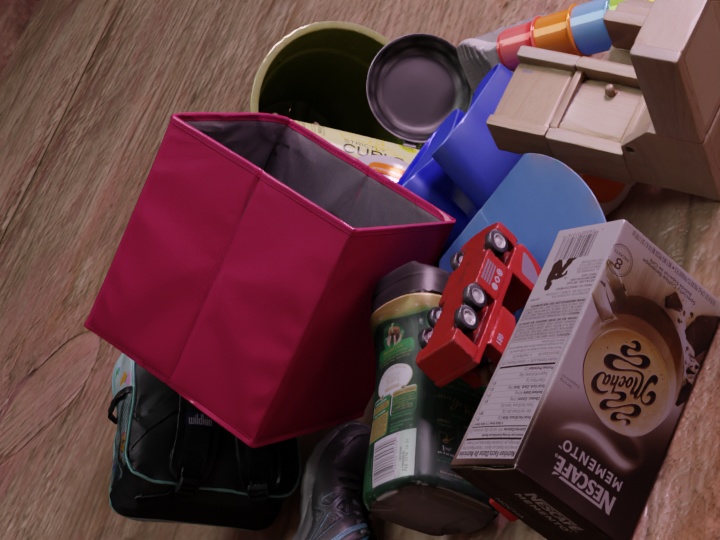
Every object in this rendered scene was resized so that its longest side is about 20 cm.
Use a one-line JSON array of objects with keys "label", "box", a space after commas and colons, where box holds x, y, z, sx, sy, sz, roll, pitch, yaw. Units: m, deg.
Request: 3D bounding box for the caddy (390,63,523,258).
[{"label": "caddy", "box": [0.113, -0.092, 1.518, 0.141, 0.105, 0.200, -46, 6, 38]}]

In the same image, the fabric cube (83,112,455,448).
[{"label": "fabric cube", "box": [-0.074, 0.001, 1.415, 0.196, 0.199, 0.201, -10, -52, -62]}]

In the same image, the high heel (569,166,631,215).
[{"label": "high heel", "box": [0.162, -0.059, 1.434, 0.201, 0.067, 0.096, -61, 32, 14]}]

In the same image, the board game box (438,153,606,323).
[{"label": "board game box", "box": [0.143, 0.010, 1.356, 0.200, 0.039, 0.159, -53, 51, 35]}]

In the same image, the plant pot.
[{"label": "plant pot", "box": [-0.049, -0.146, 1.835, 0.201, 0.199, 0.190, -61, 12, -18]}]

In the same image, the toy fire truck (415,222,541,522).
[{"label": "toy fire truck", "box": [0.112, 0.072, 1.272, 0.049, 0.141, 0.201, -33, 21, 40]}]

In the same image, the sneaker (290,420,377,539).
[{"label": "sneaker", "box": [-0.014, 0.215, 1.398, 0.081, 0.073, 0.201, -3, 50, 31]}]

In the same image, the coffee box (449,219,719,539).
[{"label": "coffee box", "box": [0.161, 0.081, 1.180, 0.080, 0.113, 0.201, -11, 48, 57]}]

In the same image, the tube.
[{"label": "tube", "box": [-0.007, -0.115, 1.688, 0.052, 0.198, 0.059, 126, 153, -69]}]

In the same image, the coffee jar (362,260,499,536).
[{"label": "coffee jar", "box": [0.056, 0.097, 1.310, 0.085, 0.104, 0.202, -29, 47, 42]}]

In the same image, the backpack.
[{"label": "backpack", "box": [-0.149, 0.136, 1.564, 0.153, 0.174, 0.202, 127, 145, -57]}]

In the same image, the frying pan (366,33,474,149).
[{"label": "frying pan", "box": [0.069, -0.151, 1.751, 0.114, 0.192, 0.031, -10, -4, -6]}]

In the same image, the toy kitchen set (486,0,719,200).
[{"label": "toy kitchen set", "box": [0.203, -0.186, 1.306, 0.199, 0.181, 0.164, 15, 66, 31]}]

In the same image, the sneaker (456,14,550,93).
[{"label": "sneaker", "box": [0.165, -0.211, 1.666, 0.082, 0.075, 0.200, -29, 13, -21]}]

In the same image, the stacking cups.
[{"label": "stacking cups", "box": [0.216, -0.219, 1.503, 0.199, 0.061, 0.061, -10, 46, 38]}]

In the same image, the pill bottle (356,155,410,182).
[{"label": "pill bottle", "box": [0.000, 0.000, 1.592, 0.113, 0.113, 0.201, -19, 40, 52]}]
